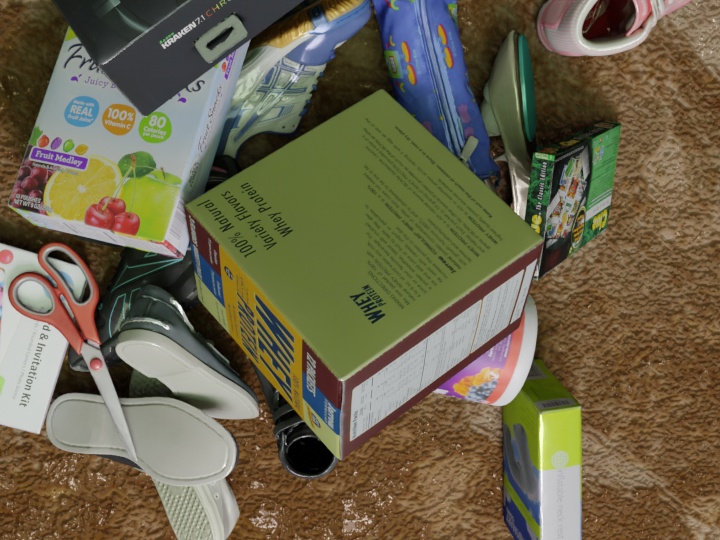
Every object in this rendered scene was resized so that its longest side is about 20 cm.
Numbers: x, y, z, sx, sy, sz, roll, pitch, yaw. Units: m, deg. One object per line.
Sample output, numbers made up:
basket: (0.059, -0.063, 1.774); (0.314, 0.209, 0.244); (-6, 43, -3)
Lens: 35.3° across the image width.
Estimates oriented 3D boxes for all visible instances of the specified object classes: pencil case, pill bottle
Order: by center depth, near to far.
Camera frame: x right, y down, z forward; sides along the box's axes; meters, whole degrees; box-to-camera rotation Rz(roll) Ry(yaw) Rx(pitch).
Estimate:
pencil case: (0.064, -0.161, 0.976); (0.078, 0.087, 0.201); (-16, 101, -10)
pill bottle: (0.051, 0.051, 1.038); (0.199, 0.111, 0.112); (14, 105, -10)

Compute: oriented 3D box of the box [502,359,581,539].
box: (0.175, 0.201, 1.095); (0.047, 0.122, 0.201); (-6, 108, -9)

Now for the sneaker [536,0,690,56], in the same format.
sneaker: (0.253, -0.246, 0.975); (0.200, 0.105, 0.076); (-31, 106, 2)

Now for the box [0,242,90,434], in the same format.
box: (-0.359, 0.044, 1.004); (0.199, 0.041, 0.157); (18, 88, -13)

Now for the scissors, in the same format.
scissors: (-0.231, 0.068, 0.991); (0.073, 0.014, 0.200); (-37, 89, -10)

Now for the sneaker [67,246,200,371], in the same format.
sneaker: (-0.193, 0.019, 1.032); (0.200, 0.075, 0.079); (-37, 78, 12)

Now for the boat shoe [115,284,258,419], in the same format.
boat shoe: (-0.143, 0.078, 0.999); (0.072, 0.062, 0.200); (-8, 150, 22)

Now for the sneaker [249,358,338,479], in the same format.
sneaker: (-0.063, 0.103, 1.048); (0.070, 0.099, 0.201); (-21, 107, 2)

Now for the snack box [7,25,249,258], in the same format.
snack box: (-0.185, -0.124, 0.919); (0.142, 0.053, 0.201); (13, 78, 14)

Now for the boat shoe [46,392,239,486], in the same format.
boat shoe: (-0.189, 0.151, 1.023); (0.199, 0.060, 0.074); (3, 82, 25)

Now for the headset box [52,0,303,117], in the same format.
headset box: (-0.156, -0.245, 0.870); (0.174, 0.093, 0.200); (-37, 70, -1)

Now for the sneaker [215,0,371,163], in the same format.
sneaker: (-0.066, -0.168, 0.984); (0.200, 0.075, 0.088); (-32, 116, 13)

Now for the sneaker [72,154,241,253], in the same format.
sneaker: (-0.191, -0.072, 0.989); (0.199, 0.087, 0.080); (11, 147, 11)

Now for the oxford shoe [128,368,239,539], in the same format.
oxford shoe: (-0.168, 0.171, 1.082); (0.075, 0.058, 0.201); (-14, 97, 31)

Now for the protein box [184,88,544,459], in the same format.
protein box: (0.000, 0.000, 0.911); (0.200, 0.199, 0.135); (-33, 153, -22)

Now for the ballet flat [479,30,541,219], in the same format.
ballet flat: (0.136, -0.114, 1.026); (0.069, 0.070, 0.201); (-16, 109, -2)

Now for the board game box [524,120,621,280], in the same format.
board game box: (0.185, -0.066, 0.984); (0.023, 0.200, 0.105); (11, 108, 25)
